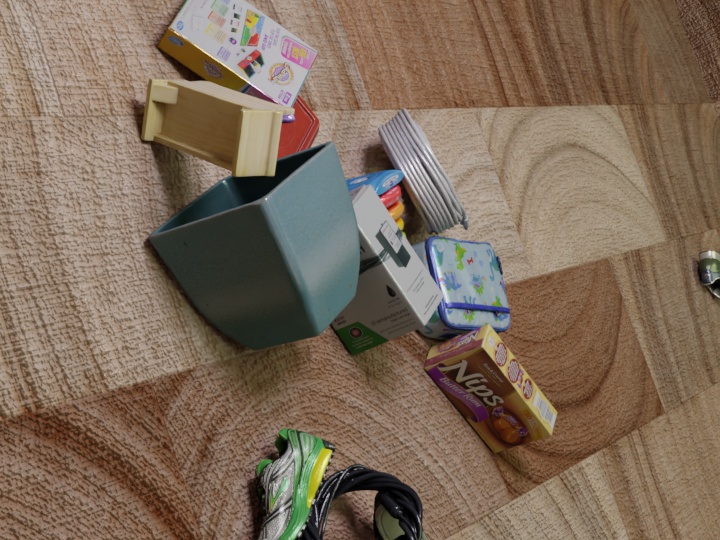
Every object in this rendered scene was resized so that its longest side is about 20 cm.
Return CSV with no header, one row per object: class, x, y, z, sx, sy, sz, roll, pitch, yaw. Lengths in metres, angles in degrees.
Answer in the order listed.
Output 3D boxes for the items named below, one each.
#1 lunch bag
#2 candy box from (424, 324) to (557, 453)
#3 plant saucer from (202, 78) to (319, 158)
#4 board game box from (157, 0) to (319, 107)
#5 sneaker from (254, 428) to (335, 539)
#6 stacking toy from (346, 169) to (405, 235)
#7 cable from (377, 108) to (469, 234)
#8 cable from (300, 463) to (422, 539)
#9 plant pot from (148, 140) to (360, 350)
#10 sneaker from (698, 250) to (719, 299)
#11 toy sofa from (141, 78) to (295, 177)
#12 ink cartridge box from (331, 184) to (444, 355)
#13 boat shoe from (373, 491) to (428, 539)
lunch bag,0.157,0.033,1.966,0.199,0.082,0.163,9,67,-49
candy box,0.204,0.186,1.908,0.200,0.116,0.057,50,39,-22
plant saucer,-0.140,-0.222,1.759,0.200,0.036,0.201,49,40,-23
board game box,-0.167,-0.309,1.714,0.199,0.040,0.154,34,43,-12
sneaker,-0.102,0.287,1.507,0.084,0.078,0.201,24,51,-3
stacking toy,0.031,-0.042,1.842,0.116,0.109,0.202,-35,111,-50
cable,0.095,-0.154,1.936,0.202,0.069,0.200,63,5,16
cable,0.001,0.317,1.539,0.201,0.161,0.051,-76,152,-51
plant pot,-0.110,-0.017,1.562,0.196,0.195,0.202,-47,117,-52
sneaker,0.859,0.032,2.897,0.199,0.067,0.091,31,56,-39
toy sofa,-0.178,-0.181,1.540,0.097,0.199,0.084,-7,113,-48
ink cartridge box,0.000,0.000,1.722,0.201,0.146,0.083,55,38,-13
boat shoe,0.060,0.380,1.652,0.201,0.074,0.066,65,-7,-24
